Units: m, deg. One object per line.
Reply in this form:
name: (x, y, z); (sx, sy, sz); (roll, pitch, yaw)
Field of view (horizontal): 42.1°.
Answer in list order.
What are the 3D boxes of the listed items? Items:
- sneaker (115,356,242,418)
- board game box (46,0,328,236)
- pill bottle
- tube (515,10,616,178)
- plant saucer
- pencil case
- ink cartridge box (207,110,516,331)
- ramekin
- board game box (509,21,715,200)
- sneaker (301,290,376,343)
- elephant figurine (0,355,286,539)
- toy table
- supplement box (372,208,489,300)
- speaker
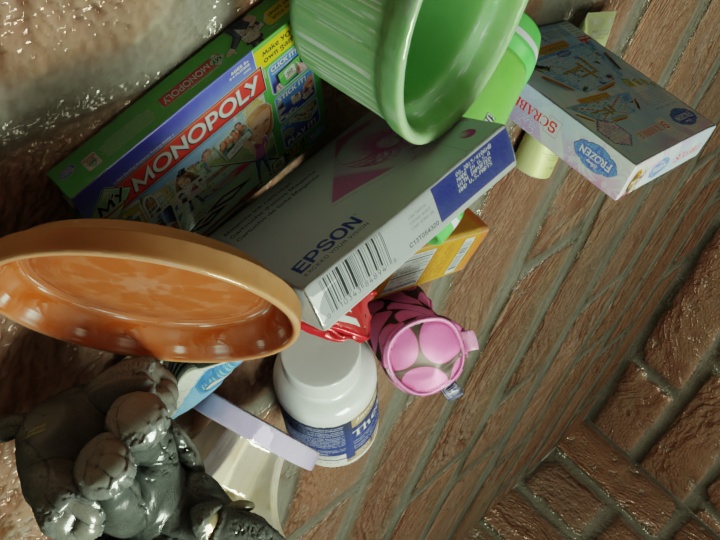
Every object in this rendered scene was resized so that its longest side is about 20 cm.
sneaker: (-0.130, 0.056, 0.774); (0.199, 0.079, 0.090); (-40, 172, 11)
board game box: (-0.107, -0.084, 0.641); (0.200, 0.029, 0.135); (-43, 158, -17)
pill bottle: (-0.035, 0.126, 0.997); (0.111, 0.111, 0.201); (-41, 156, -19)
tube: (0.237, -0.204, 1.082); (0.058, 0.051, 0.203); (-91, -161, -59)
plant saucer: (-0.133, 0.014, 0.580); (0.201, 0.195, 0.033); (66, 26, -66)
pencil case: (0.052, 0.062, 0.965); (0.092, 0.092, 0.200); (-26, -163, -3)
ink cartridge box: (-0.019, -0.054, 0.690); (0.196, 0.198, 0.044); (-41, 125, -23)
ramekin: (0.039, -0.196, 0.610); (0.201, 0.097, 0.202); (-51, 159, -27)
board game box: (0.223, -0.165, 0.913); (0.198, 0.199, 0.042); (-23, 148, -45)
sneaker: (0.000, 0.000, 0.842); (0.197, 0.118, 0.078); (-17, -176, -37)
elephant figurine: (-0.148, 0.172, 0.678); (0.140, 0.156, 0.201); (-36, 130, -1)
toy table: (-0.121, 0.192, 0.878); (0.119, 0.181, 0.200); (-61, 148, -11)
supplement box: (0.056, -0.029, 0.988); (0.198, 0.067, 0.069); (-13, 142, -55)
speaker: (0.081, -0.128, 0.801); (0.203, 0.087, 0.089); (-63, 160, -9)
